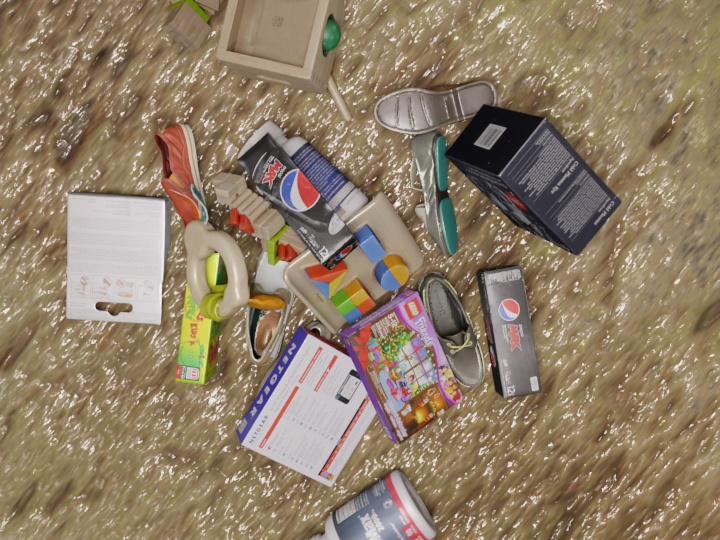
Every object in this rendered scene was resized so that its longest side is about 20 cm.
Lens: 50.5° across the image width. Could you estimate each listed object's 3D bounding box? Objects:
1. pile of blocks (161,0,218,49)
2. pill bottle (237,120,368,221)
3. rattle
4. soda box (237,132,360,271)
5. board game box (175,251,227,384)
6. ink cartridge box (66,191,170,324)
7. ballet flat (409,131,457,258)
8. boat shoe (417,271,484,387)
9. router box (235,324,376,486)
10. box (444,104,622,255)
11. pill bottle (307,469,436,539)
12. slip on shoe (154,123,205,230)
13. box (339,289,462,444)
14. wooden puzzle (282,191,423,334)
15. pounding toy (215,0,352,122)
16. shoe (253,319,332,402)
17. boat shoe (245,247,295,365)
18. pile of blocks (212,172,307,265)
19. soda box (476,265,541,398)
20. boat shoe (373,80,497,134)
[{"bbox_3d":[-0.275,-0.450,1.221,0.062,0.081,0.204,-1,82,43],"label":"pile of blocks"},{"bbox_3d":[-0.093,-0.137,1.201,0.200,0.111,0.111,42,92,-2],"label":"pill bottle"},{"bbox_3d":[-0.192,-0.035,1.135,0.141,0.130,0.203,-14,74,-31],"label":"rattle"},{"bbox_3d":[-0.088,-0.098,1.095,0.063,0.071,0.201,-40,79,1],"label":"soda box"},{"bbox_3d":[-0.250,0.069,1.215,0.047,0.102,0.204,7,93,-1],"label":"board game box"},{"bbox_3d":[-0.394,-0.022,1.244,0.160,0.057,0.204,3,101,0],"label":"ink cartridge box"},{"bbox_3d":[0.115,-0.120,1.231,0.063,0.067,0.204,-3,99,29],"label":"ballet flat"},{"bbox_3d":[0.148,0.100,1.236,0.071,0.060,0.204,-23,92,2],"label":"boat shoe"},{"bbox_3d":[-0.070,0.217,1.213,0.178,0.049,0.202,32,91,-25],"label":"router box"},{"bbox_3d":[0.249,-0.138,1.130,0.181,0.200,0.104,39,93,-23],"label":"box"},{"bbox_3d":[0.011,0.425,1.223,0.199,0.120,0.120,-35,92,2],"label":"pill bottle"},{"bbox_3d":[-0.287,-0.132,1.215,0.060,0.074,0.203,-10,87,-29],"label":"slip on shoe"},{"bbox_3d":[0.067,0.152,1.207,0.136,0.039,0.202,-31,107,-20],"label":"box"},{"bbox_3d":[0.000,0.000,1.183,0.199,0.186,0.046,-40,48,-1],"label":"wooden puzzle"},{"bbox_3d":[-0.098,-0.355,1.193,0.197,0.142,0.187,15,92,10],"label":"pounding toy"},{"bbox_3d":[-0.115,0.168,1.243,0.069,0.053,0.202,32,92,-1],"label":"shoe"},{"bbox_3d":[-0.144,0.052,1.229,0.073,0.068,0.204,5,89,2],"label":"boat shoe"},{"bbox_3d":[-0.160,-0.063,1.170,0.199,0.062,0.082,40,137,1],"label":"pile of blocks"},{"bbox_3d":[0.236,0.096,1.221,0.062,0.071,0.204,-9,91,-1],"label":"soda box"},{"bbox_3d":[0.117,-0.258,1.218,0.196,0.068,0.073,-6,101,-1],"label":"boat shoe"}]
